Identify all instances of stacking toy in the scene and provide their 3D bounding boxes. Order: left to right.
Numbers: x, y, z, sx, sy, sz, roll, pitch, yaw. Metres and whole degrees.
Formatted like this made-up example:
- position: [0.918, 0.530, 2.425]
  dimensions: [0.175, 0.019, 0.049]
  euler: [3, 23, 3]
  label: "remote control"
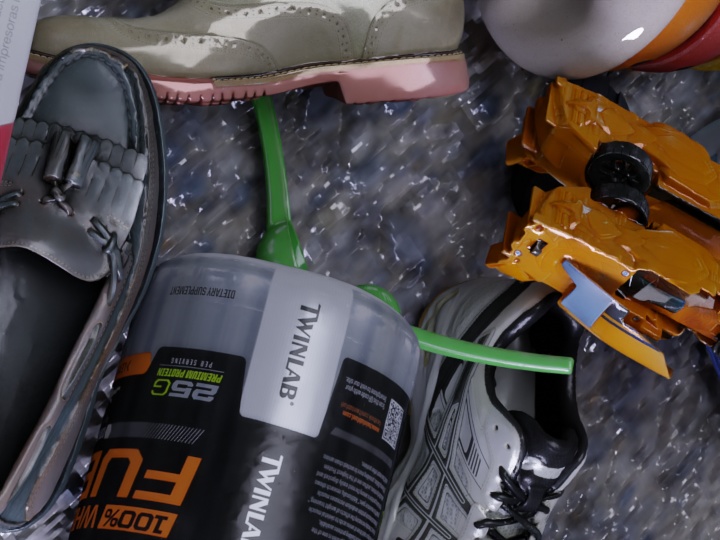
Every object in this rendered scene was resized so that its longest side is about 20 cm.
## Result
- position: [0.166, -0.142, 1.000]
  dimensions: [0.199, 0.146, 0.147]
  euler: [15, 74, -40]
  label: "stacking toy"

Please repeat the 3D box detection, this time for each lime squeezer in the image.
- position: [0.000, 0.000, 0.917]
  dimensions: [0.071, 0.038, 0.200]
  euler: [-42, 76, -17]
  label: "lime squeezer"

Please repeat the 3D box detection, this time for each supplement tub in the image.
- position: [-0.054, 0.105, 0.835]
  dimensions: [0.122, 0.122, 0.201]
  euler: [23, 70, -27]
  label: "supplement tub"

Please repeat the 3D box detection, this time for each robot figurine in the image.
- position: [0.156, 0.000, 0.938]
  dimensions: [0.199, 0.058, 0.145]
  euler: [30, 45, -15]
  label: "robot figurine"

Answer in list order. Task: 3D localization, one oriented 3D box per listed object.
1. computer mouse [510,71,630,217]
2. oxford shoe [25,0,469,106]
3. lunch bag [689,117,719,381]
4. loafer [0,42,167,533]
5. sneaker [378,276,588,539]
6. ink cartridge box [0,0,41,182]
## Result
- position: [0.132, -0.098, 1.038]
  dimensions: [0.059, 0.034, 0.201]
  euler: [38, 64, -21]
  label: "computer mouse"
- position: [-0.050, -0.108, 0.886]
  dimensions: [0.199, 0.071, 0.074]
  euler: [-4, 100, -20]
  label: "oxford shoe"
- position: [0.241, 0.004, 1.060]
  dimensions: [0.160, 0.082, 0.201]
  euler: [-29, 98, -33]
  label: "lunch bag"
- position: [-0.122, 0.008, 0.810]
  dimensions: [0.071, 0.063, 0.201]
  euler: [14, 91, 1]
  label: "loafer"
- position: [0.057, 0.098, 0.927]
  dimensions: [0.075, 0.088, 0.201]
  euler: [12, 77, -32]
  label: "sneaker"
- position: [-0.234, -0.075, 0.774]
  dimensions: [0.199, 0.083, 0.148]
  euler: [18, 73, -29]
  label: "ink cartridge box"
